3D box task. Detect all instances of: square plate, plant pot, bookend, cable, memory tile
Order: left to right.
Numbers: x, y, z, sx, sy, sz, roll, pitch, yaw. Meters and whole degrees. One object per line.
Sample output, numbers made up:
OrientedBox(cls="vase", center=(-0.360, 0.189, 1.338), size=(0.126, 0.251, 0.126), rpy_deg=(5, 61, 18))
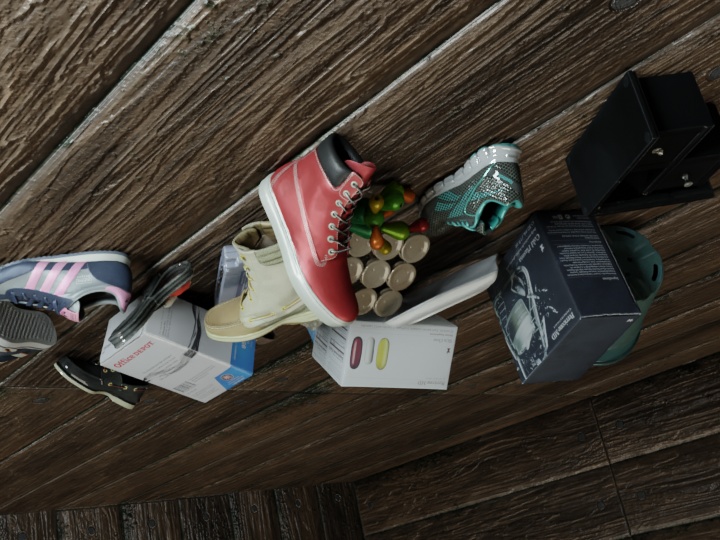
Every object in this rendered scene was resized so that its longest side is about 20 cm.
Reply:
OrientedBox(cls="cable", center=(-0.272, 0.048, 1.109), size=(0.096, 0.051, 0.201), rpy_deg=(-28, -159, 12))
OrientedBox(cls="memory tile", center=(0.000, 0.000, 1.211), size=(0.197, 0.017, 0.155), rpy_deg=(6, 119, -34))
OrientedBox(cls="square plate", center=(0.139, 0.035, 1.335), size=(0.196, 0.029, 0.200), rpy_deg=(-26, -177, 13))
OrientedBox(cls="plant pot", center=(0.430, 0.035, 1.446), size=(0.196, 0.203, 0.197), rpy_deg=(-9, 151, -9))
OrientedBox(cls="bookend", center=(0.391, -0.163, 1.029), size=(0.196, 0.094, 0.199), rpy_deg=(-9, 159, -13))

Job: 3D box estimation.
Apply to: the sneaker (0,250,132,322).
OrientedBox(cls="sneaker", center=(-0.396, 0.029, 1.064), size=(0.196, 0.083, 0.070), rpy_deg=(-9, 159, -9))

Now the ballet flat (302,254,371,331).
OrientedBox(cls="ballet flat", center=(-0.055, 0.034, 1.300), size=(0.071, 0.073, 0.200), rpy_deg=(2, 148, -34))

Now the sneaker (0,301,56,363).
OrientedBox(cls="sneaker", center=(-0.510, 0.085, 1.145), size=(0.078, 0.080, 0.200), rpy_deg=(-20, 160, 5))

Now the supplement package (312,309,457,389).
OrientedBox(cls="supplement package", center=(0.038, 0.123, 1.397), size=(0.196, 0.113, 0.155), rpy_deg=(5, -169, -23))

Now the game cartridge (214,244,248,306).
OrientedBox(cls="game cartridge", center=(-0.148, 0.008, 1.229), size=(0.131, 0.042, 0.200), rpy_deg=(-3, 157, -16))

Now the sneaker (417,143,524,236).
OrientedBox(cls="sneaker", center=(0.145, -0.083, 1.087), size=(0.076, 0.093, 0.200), rpy_deg=(1, 155, -30))

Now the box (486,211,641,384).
OrientedBox(cls="box", center=(0.316, 0.044, 1.314), size=(0.122, 0.199, 0.201), rpy_deg=(-3, 145, -22))

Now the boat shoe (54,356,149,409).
OrientedBox(cls="boat shoe", center=(-0.462, 0.189, 1.472), size=(0.063, 0.073, 0.201), rpy_deg=(-50, 143, 0))

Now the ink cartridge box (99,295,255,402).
OrientedBox(cls="ink cartridge box", center=(-0.285, 0.121, 1.294), size=(0.198, 0.086, 0.144), rpy_deg=(27, 138, -34))

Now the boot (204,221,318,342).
OrientedBox(cls="boot", center=(-0.144, 0.014, 1.104), size=(0.196, 0.073, 0.156), rpy_deg=(-14, 133, 12))

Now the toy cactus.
OrientedBox(cls="toy cactus", center=(-0.010, -0.062, 1.071), size=(0.163, 0.104, 0.199), rpy_deg=(-13, 170, 30))

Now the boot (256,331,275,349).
OrientedBox(cls="boot", center=(-0.216, 0.135, 1.466), size=(0.144, 0.071, 0.200), rpy_deg=(-22, 158, 17))

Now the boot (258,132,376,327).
OrientedBox(cls="boot", center=(-0.023, -0.046, 0.939), size=(0.143, 0.203, 0.072), rpy_deg=(-26, 177, 33))

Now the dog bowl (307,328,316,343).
OrientedBox(cls="dog bowl", center=(-0.005, 0.097, 1.520), size=(0.196, 0.050, 0.112), rpy_deg=(-8, 159, -15))
